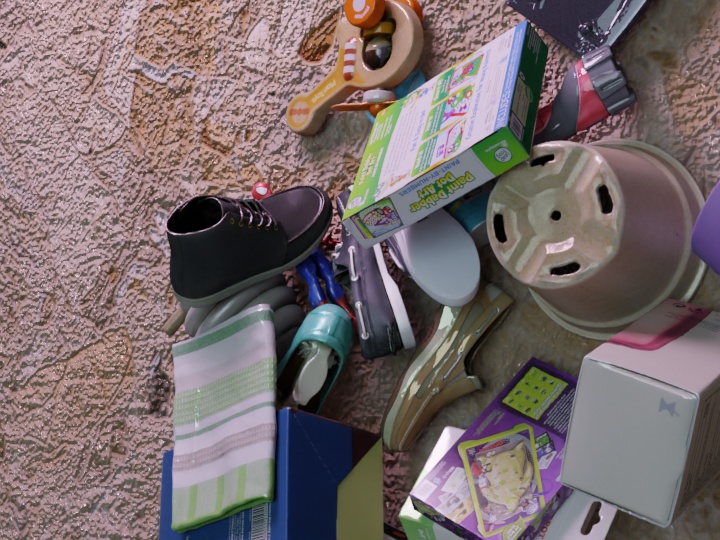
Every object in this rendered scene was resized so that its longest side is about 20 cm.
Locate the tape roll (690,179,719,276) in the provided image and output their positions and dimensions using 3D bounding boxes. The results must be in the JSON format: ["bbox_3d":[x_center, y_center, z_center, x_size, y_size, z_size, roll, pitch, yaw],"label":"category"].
[{"bbox_3d":[0.389,-0.064,1.352,0.085,0.200,0.200,46,104,24],"label":"tape roll"}]

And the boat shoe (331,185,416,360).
[{"bbox_3d":[0.000,0.000,1.591,0.060,0.076,0.201,-19,54,-2],"label":"boat shoe"}]

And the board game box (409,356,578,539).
[{"bbox_3d":[0.153,0.178,1.468,0.119,0.032,0.200,23,57,39],"label":"board game box"}]

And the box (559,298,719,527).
[{"bbox_3d":[0.274,0.120,1.373,0.108,0.199,0.129,20,113,28],"label":"box"}]

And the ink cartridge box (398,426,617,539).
[{"bbox_3d":[0.153,0.234,1.482,0.198,0.068,0.118,13,53,28],"label":"ink cartridge box"}]

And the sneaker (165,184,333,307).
[{"bbox_3d":[-0.108,-0.049,1.572,0.199,0.107,0.075,-34,56,-25],"label":"sneaker"}]

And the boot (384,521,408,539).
[{"bbox_3d":[0.028,0.341,1.563,0.199,0.072,0.146,21,94,36],"label":"boot"}]

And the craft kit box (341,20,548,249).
[{"bbox_3d":[0.084,-0.132,1.486,0.196,0.201,0.049,-26,117,30],"label":"craft kit box"}]

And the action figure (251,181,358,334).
[{"bbox_3d":[-0.058,-0.018,1.654,0.200,0.065,0.052,51,128,21],"label":"action figure"}]

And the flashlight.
[{"bbox_3d":[0.170,-0.147,1.516,0.199,0.068,0.068,-27,44,15],"label":"flashlight"}]

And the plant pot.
[{"bbox_3d":[0.211,-0.041,1.450,0.199,0.183,0.203,-4,82,26],"label":"plant pot"}]

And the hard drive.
[{"bbox_3d":[0.251,-0.317,1.542,0.135,0.042,0.201,40,103,26],"label":"hard drive"}]

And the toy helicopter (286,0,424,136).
[{"bbox_3d":[-0.005,-0.202,1.647,0.200,0.078,0.133,-38,62,33],"label":"toy helicopter"}]

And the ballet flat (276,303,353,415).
[{"bbox_3d":[-0.065,0.124,1.572,0.067,0.071,0.201,24,122,-2],"label":"ballet flat"}]

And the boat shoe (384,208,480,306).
[{"bbox_3d":[0.063,-0.023,1.567,0.071,0.068,0.200,-24,48,-14],"label":"boat shoe"}]

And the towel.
[{"bbox_3d":[-0.139,0.146,1.522,0.149,0.031,0.202,-27,54,40],"label":"towel"}]

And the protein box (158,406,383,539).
[{"bbox_3d":[-0.092,0.267,1.541,0.199,0.134,0.201,-23,57,41],"label":"protein box"}]

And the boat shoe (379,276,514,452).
[{"bbox_3d":[0.090,0.103,1.562,0.076,0.072,0.201,29,97,15],"label":"boat shoe"}]

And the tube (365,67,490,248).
[{"bbox_3d":[0.081,-0.114,1.607,0.077,0.050,0.201,-37,63,11],"label":"tube"}]

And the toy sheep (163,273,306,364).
[{"bbox_3d":[-0.126,0.052,1.646,0.200,0.138,0.138,44,104,9],"label":"toy sheep"}]
